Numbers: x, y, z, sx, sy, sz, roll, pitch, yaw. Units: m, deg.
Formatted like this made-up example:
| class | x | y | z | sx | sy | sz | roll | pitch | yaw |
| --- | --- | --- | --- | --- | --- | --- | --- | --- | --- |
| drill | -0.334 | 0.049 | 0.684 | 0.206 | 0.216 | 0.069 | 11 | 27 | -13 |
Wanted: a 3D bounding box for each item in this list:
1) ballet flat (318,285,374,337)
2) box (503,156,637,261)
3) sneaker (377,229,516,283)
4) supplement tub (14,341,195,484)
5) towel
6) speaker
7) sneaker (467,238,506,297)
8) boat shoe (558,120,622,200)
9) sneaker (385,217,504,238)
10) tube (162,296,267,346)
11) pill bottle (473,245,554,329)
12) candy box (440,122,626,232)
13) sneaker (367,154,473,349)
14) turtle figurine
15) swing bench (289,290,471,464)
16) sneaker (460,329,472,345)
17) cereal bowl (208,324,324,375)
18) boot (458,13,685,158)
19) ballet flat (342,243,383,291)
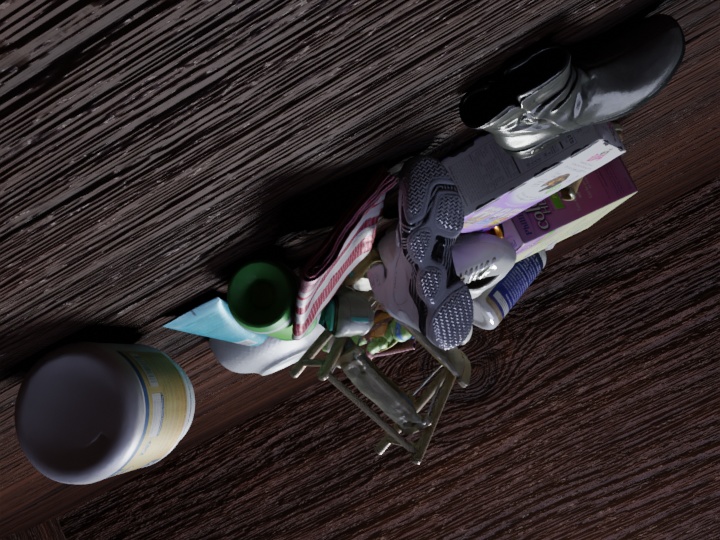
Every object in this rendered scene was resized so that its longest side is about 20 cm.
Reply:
| class | x | y | z | sx | sy | sz | roll | pitch | yaw |
| --- | --- | --- | --- | --- | --- | --- | --- | --- | --- |
| ballet flat | -0.025 | 0.049 | 1.089 | 0.063 | 0.069 | 0.200 | 3 | -171 | -13 |
| box | 0.276 | -0.094 | 1.233 | 0.198 | 0.098 | 0.176 | -25 | 171 | -14 |
| sneaker | 0.116 | 0.004 | 1.012 | 0.197 | 0.086 | 0.073 | 1 | 143 | -28 |
| supplement tub | -0.279 | 0.156 | 0.935 | 0.143 | 0.146 | 0.200 | -27 | 170 | 5 |
| towel | -0.022 | -0.009 | 0.856 | 0.145 | 0.023 | 0.200 | -53 | 173 | -22 |
| speaker | -0.098 | 0.038 | 0.975 | 0.087 | 0.090 | 0.200 | -26 | 171 | 2 |
| sneaker | 0.167 | -0.003 | 1.211 | 0.084 | 0.074 | 0.199 | -14 | 168 | -37 |
| boat shoe | 0.264 | -0.127 | 1.083 | 0.198 | 0.077 | 0.072 | -26 | 170 | -3 |
| sneaker | 0.117 | -0.058 | 1.059 | 0.198 | 0.078 | 0.078 | -17 | 169 | -37 |
| tube | -0.173 | 0.065 | 1.050 | 0.077 | 0.051 | 0.200 | -32 | 165 | 7 |
| pill bottle | 0.235 | -0.012 | 1.358 | 0.200 | 0.115 | 0.116 | -48 | 175 | -13 |
| candy box | 0.183 | -0.119 | 0.926 | 0.198 | 0.072 | 0.167 | -30 | 170 | 24 |
| sneaker | 0.054 | -0.021 | 0.871 | 0.074 | 0.203 | 0.114 | -20 | -162 | -29 |
| turtle figurine | -0.016 | 0.080 | 1.336 | 0.197 | 0.147 | 0.193 | -10 | 179 | -29 |
| swing bench | 0.041 | 0.131 | 1.182 | 0.201 | 0.199 | 0.129 | -53 | -162 | -20 |
| sneaker | 0.088 | 0.033 | 1.141 | 0.084 | 0.202 | 0.075 | -36 | -155 | -22 |
| cereal bowl | -0.125 | 0.102 | 1.251 | 0.198 | 0.084 | 0.200 | -25 | 171 | -4 |
| boot | 0.190 | -0.168 | 0.724 | 0.198 | 0.069 | 0.130 | -31 | 164 | 19 |
| ballet flat | 0.000 | 0.000 | 1.097 | 0.068 | 0.064 | 0.200 | -30 | 170 | 13 |
